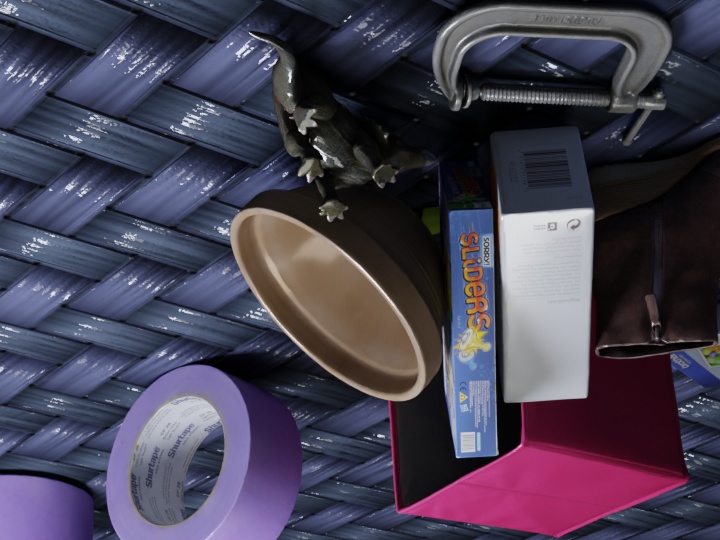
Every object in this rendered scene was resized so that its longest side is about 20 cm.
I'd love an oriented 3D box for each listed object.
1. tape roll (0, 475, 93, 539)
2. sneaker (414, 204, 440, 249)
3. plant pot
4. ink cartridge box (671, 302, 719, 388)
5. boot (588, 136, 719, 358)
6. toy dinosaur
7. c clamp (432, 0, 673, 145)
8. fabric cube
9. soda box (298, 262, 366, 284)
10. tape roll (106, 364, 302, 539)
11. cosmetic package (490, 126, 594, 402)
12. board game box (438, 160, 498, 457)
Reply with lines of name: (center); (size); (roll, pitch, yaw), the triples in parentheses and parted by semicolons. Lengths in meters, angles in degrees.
tape roll: (-0.427, 0.323, 1.939); (0.198, 0.086, 0.200); (-1, 152, -1)
sneaker: (0.134, -0.005, 1.363); (0.198, 0.082, 0.074); (-1, 154, -3)
plant pot: (0.000, 0.000, 1.252); (0.200, 0.093, 0.201); (36, 154, 21)
ink cartridge box: (0.377, 0.068, 1.578); (0.199, 0.042, 0.119); (-18, 149, 31)
boot: (0.274, -0.016, 1.260); (0.198, 0.168, 0.072); (-9, 153, 13)
toy dinosaur: (-0.030, -0.103, 1.153); (0.200, 0.103, 0.077); (35, 108, -31)
c clamp: (0.141, -0.140, 1.160); (0.198, 0.027, 0.171); (5, 152, -15)
fabric cube: (0.161, 0.121, 1.487); (0.198, 0.198, 0.200); (15, 148, -30)
soda box: (-0.007, 0.023, 1.427); (0.067, 0.065, 0.200); (-7, 153, 10)
tape roll: (-0.160, 0.203, 1.616); (0.199, 0.202, 0.085); (-20, 148, 31)
cosmetic package: (0.140, -0.002, 1.240); (0.071, 0.102, 0.201); (-4, 131, 2)
board game box: (0.084, 0.028, 1.255); (0.034, 0.136, 0.202); (-3, 110, 0)
